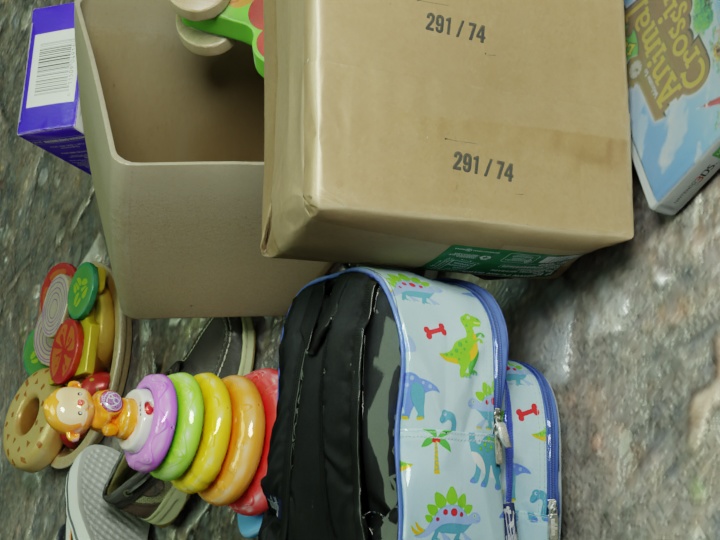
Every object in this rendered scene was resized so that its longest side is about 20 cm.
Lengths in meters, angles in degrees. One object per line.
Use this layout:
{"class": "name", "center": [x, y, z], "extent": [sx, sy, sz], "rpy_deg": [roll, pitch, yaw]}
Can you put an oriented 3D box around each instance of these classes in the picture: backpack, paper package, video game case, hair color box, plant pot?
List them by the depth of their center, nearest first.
{"class": "video game case", "center": [0.197, -0.163, 1.046], "extent": [0.182, 0.022, 0.201], "rpy_deg": [-50, 39, 38]}
{"class": "paper package", "center": [0.046, -0.099, 1.072], "extent": [0.103, 0.199, 0.192], "rpy_deg": [149, 123, -66]}
{"class": "backpack", "center": [0.027, 0.102, 1.095], "extent": [0.183, 0.146, 0.202], "rpy_deg": [-9, 79, 60]}
{"class": "plant pot", "center": [-0.111, -0.074, 1.373], "extent": [0.201, 0.198, 0.178], "rpy_deg": [-110, 26, -44]}
{"class": "hair color box", "center": [-0.193, -0.131, 1.517], "extent": [0.064, 0.200, 0.110], "rpy_deg": [-5, 71, 29]}

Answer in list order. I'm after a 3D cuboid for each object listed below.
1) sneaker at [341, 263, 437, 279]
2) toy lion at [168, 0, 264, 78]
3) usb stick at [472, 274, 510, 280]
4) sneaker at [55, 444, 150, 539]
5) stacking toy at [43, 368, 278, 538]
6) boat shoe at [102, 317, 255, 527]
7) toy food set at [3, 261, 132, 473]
{"class": "sneaker", "center": [0.000, 0.000, 1.237], "extent": [0.071, 0.099, 0.201], "rpy_deg": [28, 104, 57]}
{"class": "toy lion", "center": [-0.027, -0.210, 1.312], "extent": [0.069, 0.190, 0.201], "rpy_deg": [84, -157, -65]}
{"class": "usb stick", "center": [0.068, -0.073, 1.195], "extent": [0.033, 0.055, 0.201], "rpy_deg": [109, 155, -43]}
{"class": "sneaker", "center": [-0.216, 0.242, 1.523], "extent": [0.079, 0.078, 0.201], "rpy_deg": [-46, 43, 32]}
{"class": "stacking toy", "center": [-0.131, 0.111, 1.311], "extent": [0.110, 0.199, 0.117], "rpy_deg": [-37, 47, 47]}
{"class": "boat shoe", "center": [-0.144, 0.116, 1.466], "extent": [0.201, 0.064, 0.073], "rpy_deg": [-65, 30, 17]}
{"class": "toy food set", "center": [-0.270, 0.084, 1.710], "extent": [0.200, 0.048, 0.199], "rpy_deg": [-21, 60, 55]}
